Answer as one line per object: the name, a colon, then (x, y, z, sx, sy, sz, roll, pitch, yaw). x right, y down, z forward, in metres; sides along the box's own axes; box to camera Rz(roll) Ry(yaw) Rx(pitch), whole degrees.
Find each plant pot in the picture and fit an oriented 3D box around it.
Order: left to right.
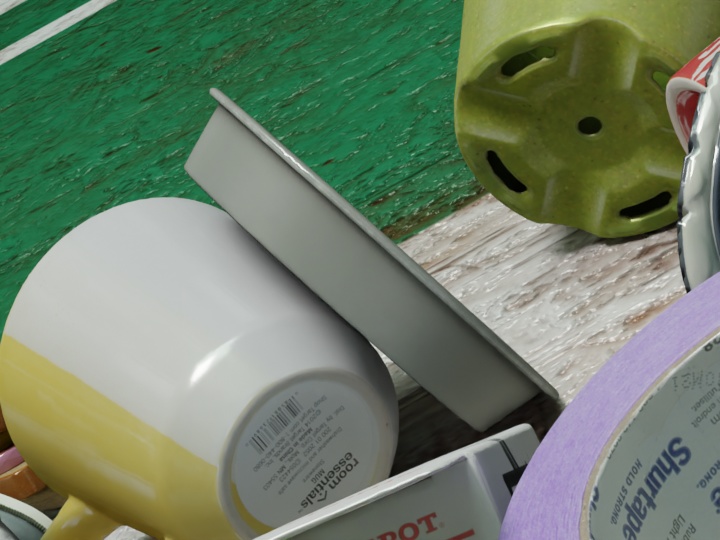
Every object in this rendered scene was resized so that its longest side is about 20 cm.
plant pot: (0.126, -0.123, 1.201, 0.200, 0.200, 0.184, -16, 35, 28)

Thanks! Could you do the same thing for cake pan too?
cake pan: (0.000, 0.000, 1.051, 0.037, 0.200, 0.200, -49, 22, 1)

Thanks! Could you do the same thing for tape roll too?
tape roll: (0.138, 0.066, 0.718, 0.200, 0.066, 0.200, -32, 23, 15)

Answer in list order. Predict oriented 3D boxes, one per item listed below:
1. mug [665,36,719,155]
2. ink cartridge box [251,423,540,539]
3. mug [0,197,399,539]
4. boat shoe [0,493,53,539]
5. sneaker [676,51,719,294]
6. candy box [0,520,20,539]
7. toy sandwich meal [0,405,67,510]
mug: (0.247, -0.085, 1.072, 0.200, 0.178, 0.133, -36, 58, -9)
ink cartridge box: (0.008, 0.109, 0.839, 0.116, 0.068, 0.200, -25, -5, 10)
mug: (-0.062, 0.076, 1.065, 0.149, 0.187, 0.153, -2, 16, -31)
boat shoe: (-0.234, 0.141, 1.127, 0.200, 0.073, 0.062, 2, 33, 10)
sneaker: (0.159, 0.013, 0.871, 0.080, 0.200, 0.078, -10, -15, 14)
candy box: (-0.135, 0.173, 0.833, 0.136, 0.061, 0.200, -41, 59, -17)
toy sandwich meal: (-0.129, 0.047, 1.223, 0.205, 0.070, 0.205, -33, 15, 10)
